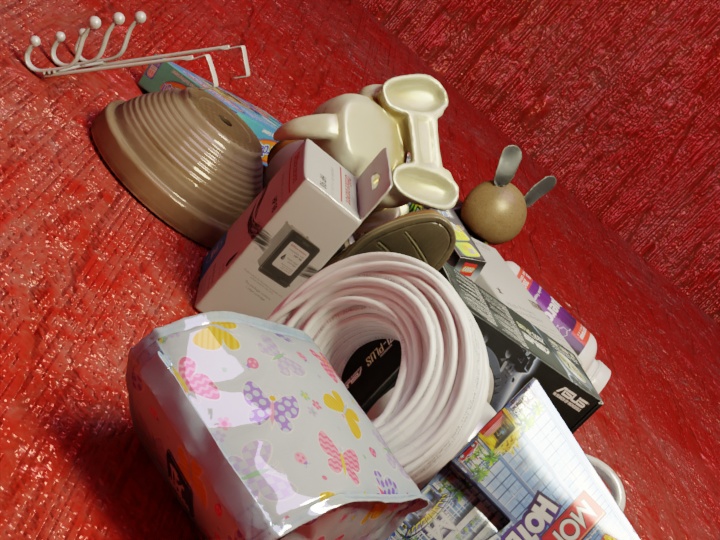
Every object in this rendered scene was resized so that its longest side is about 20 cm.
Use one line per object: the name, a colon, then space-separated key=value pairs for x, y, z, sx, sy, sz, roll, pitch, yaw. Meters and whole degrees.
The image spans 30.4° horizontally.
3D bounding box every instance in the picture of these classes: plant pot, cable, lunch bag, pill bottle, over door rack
plant pot: x=-0.165 y=-0.120 z=1.347 sx=0.201 sy=0.093 sz=0.201 roll=40 pitch=16 yaw=-13
cable: x=0.004 y=0.085 z=1.049 sx=0.200 sy=0.200 sz=0.069 roll=48 pitch=4 yaw=36
lunch bag: x=-0.070 y=0.125 z=0.907 sx=0.170 sy=0.127 sz=0.200 roll=52 pitch=10 yaw=21
pill bottle: x=0.224 y=0.089 z=1.704 sx=0.200 sy=0.112 sz=0.112 roll=42 pitch=16 yaw=-4
over door rack: x=-0.225 y=-0.231 z=1.367 sx=0.199 sy=0.067 sz=0.148 roll=6 pitch=14 yaw=9

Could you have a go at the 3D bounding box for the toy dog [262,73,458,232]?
toy dog: x=-0.022 y=-0.095 z=1.343 sx=0.193 sy=0.200 sz=0.140 roll=-7 pitch=78 yaw=-35

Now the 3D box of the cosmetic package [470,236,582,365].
cosmetic package: x=0.146 y=0.048 z=1.454 sx=0.102 sy=0.074 sz=0.200 roll=21 pitch=28 yaw=-46

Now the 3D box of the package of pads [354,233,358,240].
package of pads: x=0.068 y=0.047 z=1.523 sx=0.200 sy=0.068 sz=0.155 roll=31 pitch=21 yaw=-39

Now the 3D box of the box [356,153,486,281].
box: x=0.057 y=-0.031 z=1.406 sx=0.035 sy=0.110 sz=0.200 roll=10 pitch=34 yaw=-31

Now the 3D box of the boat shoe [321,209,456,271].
boat shoe: x=0.000 y=0.000 z=1.241 sx=0.072 sy=0.200 sz=0.068 roll=51 pitch=16 yaw=-20

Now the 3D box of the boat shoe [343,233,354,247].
boat shoe: x=-0.040 y=-0.043 z=1.480 sx=0.068 sy=0.075 sz=0.200 roll=20 pitch=27 yaw=-42

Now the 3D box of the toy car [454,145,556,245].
toy car: x=0.175 y=-0.086 z=1.868 sx=0.164 sy=0.200 sz=0.158 roll=31 pitch=20 yaw=-36

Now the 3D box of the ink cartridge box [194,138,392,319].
ink cartridge box: x=-0.061 y=-0.041 z=1.201 sx=0.067 sy=0.200 sz=0.116 roll=37 pitch=17 yaw=-16

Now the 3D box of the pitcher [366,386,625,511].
pitcher: x=0.111 y=0.174 z=1.136 sx=0.200 sy=0.171 sz=0.121 roll=52 pitch=-14 yaw=24

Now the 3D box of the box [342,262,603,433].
box: x=0.100 y=0.113 z=1.263 sx=0.200 sy=0.164 sz=0.086 roll=35 pitch=18 yaw=-29

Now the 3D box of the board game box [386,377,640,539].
board game box: x=0.135 y=0.224 z=1.029 sx=0.200 sy=0.200 sz=0.062 roll=45 pitch=-26 yaw=9

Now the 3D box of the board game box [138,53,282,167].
board game box: x=-0.144 y=-0.172 z=1.555 sx=0.152 sy=0.045 sz=0.200 roll=39 pitch=10 yaw=39
